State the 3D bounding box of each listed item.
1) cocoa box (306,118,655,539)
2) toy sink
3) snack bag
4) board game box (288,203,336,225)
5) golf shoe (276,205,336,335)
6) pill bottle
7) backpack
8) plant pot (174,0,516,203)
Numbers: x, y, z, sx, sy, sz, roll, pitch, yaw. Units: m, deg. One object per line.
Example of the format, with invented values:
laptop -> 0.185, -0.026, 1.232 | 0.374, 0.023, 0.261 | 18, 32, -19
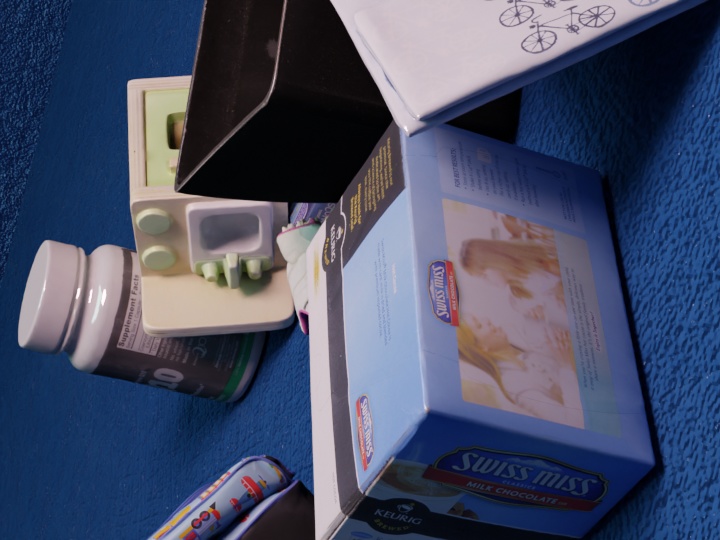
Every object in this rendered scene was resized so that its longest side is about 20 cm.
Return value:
cocoa box -> 0.055, 0.041, 0.845 | 0.132, 0.132, 0.201 | 125, 151, -43
toy sink -> -0.126, -0.060, 1.336 | 0.113, 0.129, 0.201 | 91, 174, -52
snack bag -> 0.075, -0.170, 0.869 | 0.201, 0.187, 0.021 | -117, 3, -45
board game box -> -0.008, -0.129, 1.268 | 0.136, 0.034, 0.201 | -98, 29, -47
golf shoe -> 0.000, 0.000, 1.134 | 0.200, 0.075, 0.093 | 163, 104, -69
pill bottle -> -0.191, 0.042, 1.402 | 0.113, 0.198, 0.114 | -166, 90, -70
backpack -> -0.099, 0.228, 1.073 | 0.182, 0.135, 0.200 | -41, 0, -23
plant pot -> 0.000, -0.148, 1.057 | 0.200, 0.176, 0.201 | 150, 132, -62
